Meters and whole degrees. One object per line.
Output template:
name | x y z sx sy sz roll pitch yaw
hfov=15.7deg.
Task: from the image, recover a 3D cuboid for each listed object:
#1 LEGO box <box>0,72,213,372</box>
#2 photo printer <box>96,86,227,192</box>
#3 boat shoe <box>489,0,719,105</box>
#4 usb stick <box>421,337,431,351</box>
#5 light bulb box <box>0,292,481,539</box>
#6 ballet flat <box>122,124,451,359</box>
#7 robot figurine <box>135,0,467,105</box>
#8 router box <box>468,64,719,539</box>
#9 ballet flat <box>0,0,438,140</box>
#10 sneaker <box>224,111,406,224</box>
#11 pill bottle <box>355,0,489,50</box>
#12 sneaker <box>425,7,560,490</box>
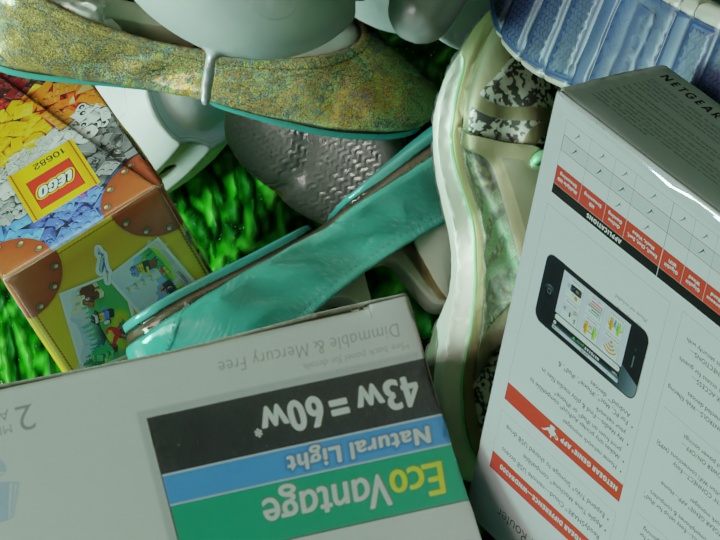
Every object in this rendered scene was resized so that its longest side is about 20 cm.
LEGO box | -0.106 0.011 1.155 0.077 0.200 0.149 -32 42 -5
photo printer | -0.118 -0.130 1.313 0.166 0.069 0.200 -17 69 55
boat shoe | 0.130 -0.066 0.917 0.200 0.072 0.072 49 127 40
usb stick | -0.060 0.071 1.085 0.055 0.200 0.033 73 179 -63
light bulb box | -0.065 0.122 0.998 0.200 0.198 0.125 99 156 -63
ballet flat | 0.000 0.000 1.061 0.070 0.200 0.067 56 167 0
robot figurine | -0.020 -0.158 0.946 0.200 0.170 0.113 -51 1 -8
router box | 0.125 0.059 0.850 0.200 0.049 0.180 42 135 39
ballet flat | -0.063 -0.101 1.085 0.071 0.200 0.071 10 -90 -84
sneaker | -0.031 -0.104 1.187 0.076 0.105 0.200 -43 77 25
pill bottle | 0.011 -0.165 1.086 0.200 0.111 0.111 45 120 51
sneaker | 0.080 -0.010 1.000 0.089 0.077 0.200 6 95 47
